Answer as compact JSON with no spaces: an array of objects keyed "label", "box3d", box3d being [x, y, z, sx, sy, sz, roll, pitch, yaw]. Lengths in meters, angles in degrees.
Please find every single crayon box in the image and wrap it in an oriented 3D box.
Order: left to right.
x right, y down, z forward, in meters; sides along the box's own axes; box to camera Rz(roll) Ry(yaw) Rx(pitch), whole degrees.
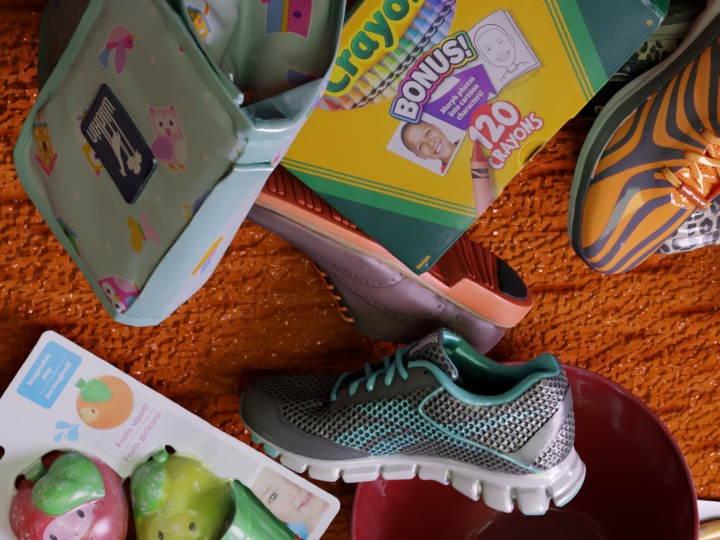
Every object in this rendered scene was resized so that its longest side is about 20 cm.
[{"label":"crayon box","box3d":[0.050,-0.107,0.962,0.119,0.058,0.200,38,121,-8]}]

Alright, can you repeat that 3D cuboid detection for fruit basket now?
[{"label":"fruit basket","box3d":[-0.139,0.157,1.054,0.199,0.094,0.186,32,102,-24]}]

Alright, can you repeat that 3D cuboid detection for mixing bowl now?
[{"label":"mixing bowl","box3d":[0.098,0.166,1.107,0.199,0.201,0.109,-27,149,-6]}]

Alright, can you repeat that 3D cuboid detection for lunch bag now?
[{"label":"lunch bag","box3d":[-0.080,-0.094,0.871,0.121,0.201,0.170,16,141,-23]}]

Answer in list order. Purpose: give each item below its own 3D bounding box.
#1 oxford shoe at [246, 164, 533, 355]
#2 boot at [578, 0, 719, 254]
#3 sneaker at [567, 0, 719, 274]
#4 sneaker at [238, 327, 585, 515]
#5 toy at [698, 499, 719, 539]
[{"label":"oxford shoe","box3d":[0.000,0.000,1.048,0.199,0.071,0.073,28,115,-22]},{"label":"boot","box3d":[0.137,-0.080,1.059,0.202,0.074,0.155,-9,119,-15]},{"label":"sneaker","box3d":[0.192,-0.068,0.979,0.077,0.112,0.201,26,103,-35]},{"label":"sneaker","box3d":[0.029,0.070,1.052,0.198,0.078,0.092,7,119,10]},{"label":"toy","box3d":[0.255,0.213,1.247,0.198,0.047,0.116,4,110,-22]}]
